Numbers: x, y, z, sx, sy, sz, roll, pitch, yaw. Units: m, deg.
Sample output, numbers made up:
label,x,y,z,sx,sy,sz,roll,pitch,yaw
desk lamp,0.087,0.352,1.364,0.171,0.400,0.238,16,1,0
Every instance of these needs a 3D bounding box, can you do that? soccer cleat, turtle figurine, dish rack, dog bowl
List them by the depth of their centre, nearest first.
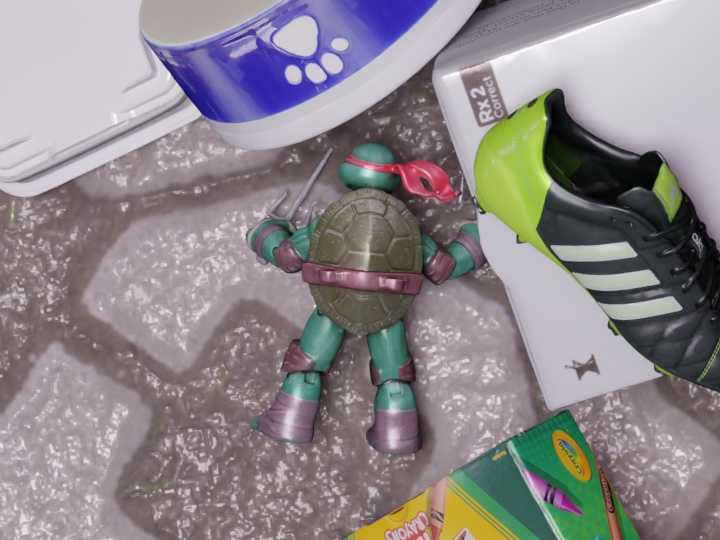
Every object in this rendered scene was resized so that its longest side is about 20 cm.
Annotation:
label,x,y,z,sx,sy,sz,roll,pitch,yaw
soccer cleat,0.144,-0.010,1.174,0.200,0.068,0.081,38,139,-8
dog bowl,-0.023,-0.164,1.301,0.200,0.200,0.079,-35,119,8
turtle figurine,0.000,0.000,1.350,0.149,0.101,0.201,9,96,12
dish rack,-0.188,-0.159,1.405,0.171,0.044,0.201,-23,84,19

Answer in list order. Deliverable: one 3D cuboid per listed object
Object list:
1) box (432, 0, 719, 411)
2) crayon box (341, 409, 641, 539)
label,x,y,z,sx,sy,sz,roll,pitch,yaw
box,0.161,-0.060,1.268,0.199,0.131,0.200,-18,107,10
crayon box,0.065,0.172,1.296,0.200,0.058,0.119,-37,79,45
